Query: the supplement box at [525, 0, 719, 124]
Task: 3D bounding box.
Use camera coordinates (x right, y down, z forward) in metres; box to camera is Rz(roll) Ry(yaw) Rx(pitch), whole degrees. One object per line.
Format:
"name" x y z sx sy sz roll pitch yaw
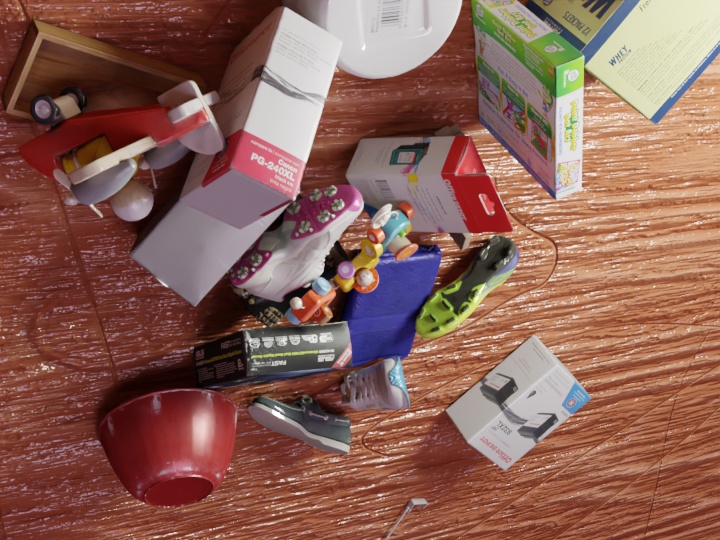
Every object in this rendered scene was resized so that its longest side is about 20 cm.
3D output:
"supplement box" 0.356 -0.333 1.371 0.200 0.134 0.200 24 112 -41

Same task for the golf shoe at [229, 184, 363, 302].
"golf shoe" -0.068 -0.032 1.335 0.200 0.075 0.092 -33 131 20

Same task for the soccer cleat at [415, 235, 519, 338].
"soccer cleat" 0.163 0.035 1.594 0.200 0.065 0.084 -45 152 -10

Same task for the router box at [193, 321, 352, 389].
"router box" -0.121 0.116 1.441 0.150 0.062 0.200 -2 170 -28

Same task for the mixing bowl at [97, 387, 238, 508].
"mixing bowl" -0.260 0.260 1.492 0.200 0.109 0.200 -10 145 -7

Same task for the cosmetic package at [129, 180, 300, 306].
"cosmetic package" -0.175 -0.067 1.300 0.107 0.090 0.200 42 105 -17

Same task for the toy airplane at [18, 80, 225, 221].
"toy airplane" -0.231 -0.121 1.111 0.200 0.199 0.141 -15 108 -30

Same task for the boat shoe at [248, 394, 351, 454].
"boat shoe" -0.089 0.224 1.647 0.200 0.073 0.062 31 64 -36

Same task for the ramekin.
"ramekin" 0.019 -0.316 1.217 0.200 0.098 0.201 -16 133 -18

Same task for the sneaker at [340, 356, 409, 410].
"sneaker" 0.021 0.175 1.587 0.081 0.077 0.200 -8 168 -12

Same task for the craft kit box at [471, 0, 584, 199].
"craft kit box" 0.205 -0.222 1.332 0.048 0.200 0.198 -24 135 -11

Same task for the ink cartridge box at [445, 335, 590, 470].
"ink cartridge box" 0.268 0.228 1.823 0.200 0.084 0.145 -42 135 7

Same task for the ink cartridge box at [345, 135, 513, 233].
"ink cartridge box" 0.096 -0.108 1.369 0.116 0.200 0.067 58 45 -45

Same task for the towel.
"towel" 0.031 0.050 1.569 0.148 0.050 0.200 -6 129 -35

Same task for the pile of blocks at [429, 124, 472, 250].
"pile of blocks" 0.145 -0.117 1.467 0.062 0.082 0.200 -30 137 -14

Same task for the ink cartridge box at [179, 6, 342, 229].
"ink cartridge box" -0.107 -0.163 1.167 0.083 0.145 0.200 25 68 -23

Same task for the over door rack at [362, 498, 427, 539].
"over door rack" 0.071 0.521 1.911 0.067 0.148 0.200 23 113 -46

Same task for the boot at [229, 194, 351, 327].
"boot" -0.106 -0.015 1.418 0.151 0.073 0.200 -37 141 2

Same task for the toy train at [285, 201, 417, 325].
"toy train" 0.000 0.000 1.356 0.200 0.056 0.150 -46 172 22

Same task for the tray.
"tray" -0.281 -0.198 1.188 0.200 0.037 0.099 13 119 -36
